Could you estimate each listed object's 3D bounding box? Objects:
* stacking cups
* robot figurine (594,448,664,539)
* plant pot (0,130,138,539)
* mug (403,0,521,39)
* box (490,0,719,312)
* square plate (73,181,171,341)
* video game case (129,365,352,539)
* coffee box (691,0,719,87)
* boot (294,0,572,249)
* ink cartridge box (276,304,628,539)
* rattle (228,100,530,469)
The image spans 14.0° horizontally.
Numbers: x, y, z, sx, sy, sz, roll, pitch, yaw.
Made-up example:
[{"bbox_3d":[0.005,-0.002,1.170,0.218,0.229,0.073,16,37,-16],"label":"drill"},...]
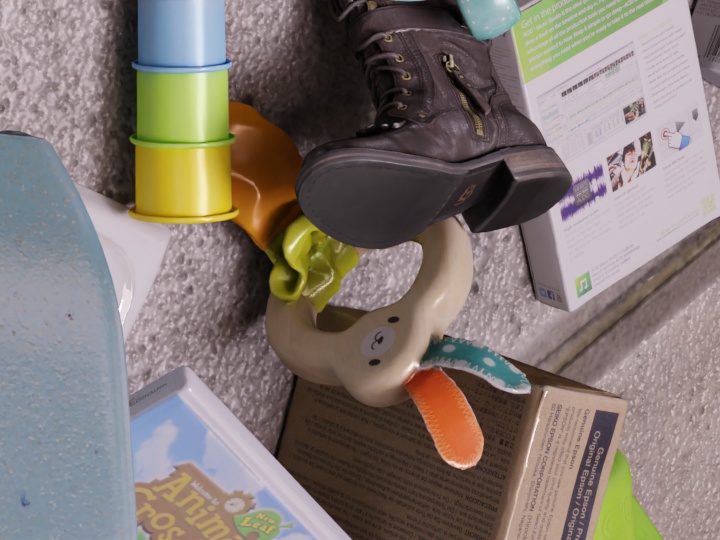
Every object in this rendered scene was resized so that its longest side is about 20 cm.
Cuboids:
[{"bbox_3d":[-0.096,-0.128,1.542,0.060,0.060,0.201,-8,101,-39],"label":"stacking cups"},{"bbox_3d":[0.109,0.174,1.762,0.175,0.116,0.201,-18,114,-30],"label":"robot figurine"},{"bbox_3d":[-0.216,0.037,1.370,0.195,0.196,0.201,5,79,-19],"label":"plant pot"},{"bbox_3d":[0.020,-0.223,1.559,0.151,0.115,0.186,3,121,-11],"label":"mug"},{"bbox_3d":[0.148,-0.095,1.775,0.144,0.036,0.201,-31,122,-31],"label":"box"},{"bbox_3d":[-0.200,0.037,1.513,0.198,0.028,0.201,28,84,-43],"label":"square plate"},{"bbox_3d":[-0.114,0.153,1.552,0.181,0.022,0.200,-30,131,13],"label":"video game case"},{"bbox_3d":[0.292,-0.199,1.838,0.113,0.080,0.201,24,86,-41],"label":"coffee box"},{"bbox_3d":[0.014,-0.103,1.586,0.199,0.175,0.069,-1,145,-44],"label":"boot"},{"bbox_3d":[0.041,0.122,1.630,0.075,0.200,0.166,10,97,-41],"label":"ink cartridge box"},{"bbox_3d":[0.000,0.000,1.557,0.130,0.200,0.143,-19,126,-3],"label":"rattle"}]
